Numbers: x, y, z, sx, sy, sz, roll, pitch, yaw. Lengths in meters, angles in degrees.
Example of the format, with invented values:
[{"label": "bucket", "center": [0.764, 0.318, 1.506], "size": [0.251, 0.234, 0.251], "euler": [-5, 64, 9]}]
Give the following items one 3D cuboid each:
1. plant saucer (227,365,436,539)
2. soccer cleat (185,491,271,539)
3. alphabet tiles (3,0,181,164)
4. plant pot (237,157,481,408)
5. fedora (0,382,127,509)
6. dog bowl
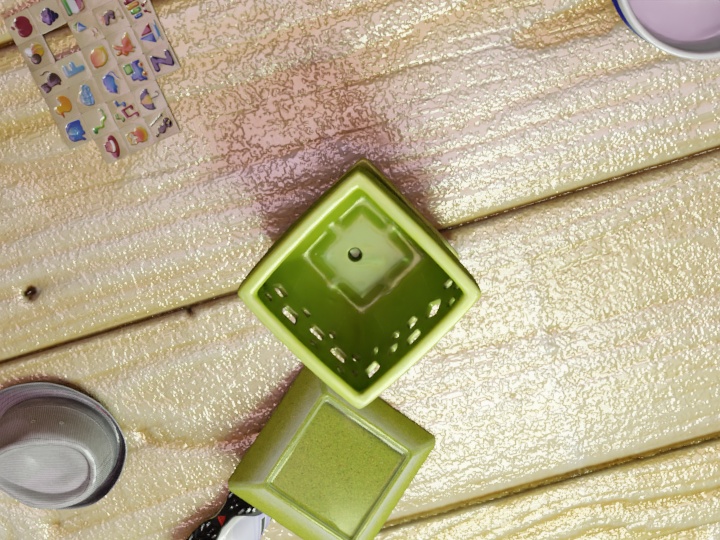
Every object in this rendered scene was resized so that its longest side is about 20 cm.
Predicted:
[{"label": "plant saucer", "center": [-0.031, 0.242, 1.402], "size": [0.199, 0.048, 0.201], "euler": [35, 85, -9]}, {"label": "soccer cleat", "center": [-0.148, 0.325, 1.462], "size": [0.200, 0.068, 0.073], "euler": [-46, 130, 5]}, {"label": "alphabet tiles", "center": [-0.297, -0.234, 1.321], "size": [0.166, 0.008, 0.201], "euler": [-23, 105, 7]}, {"label": "plant pot", "center": [0.000, 0.000, 1.293], "size": [0.199, 0.182, 0.200], "euler": [-43, 102, 13]}, {"label": "fedora", "center": [-0.397, 0.236, 1.418], "size": [0.198, 0.090, 0.179], "euler": [9, 106, -1]}, {"label": "dog bowl", "center": [0.372, -0.337, 1.239], "size": [0.198, 0.079, 0.202], "euler": [0, 107, 1]}]
